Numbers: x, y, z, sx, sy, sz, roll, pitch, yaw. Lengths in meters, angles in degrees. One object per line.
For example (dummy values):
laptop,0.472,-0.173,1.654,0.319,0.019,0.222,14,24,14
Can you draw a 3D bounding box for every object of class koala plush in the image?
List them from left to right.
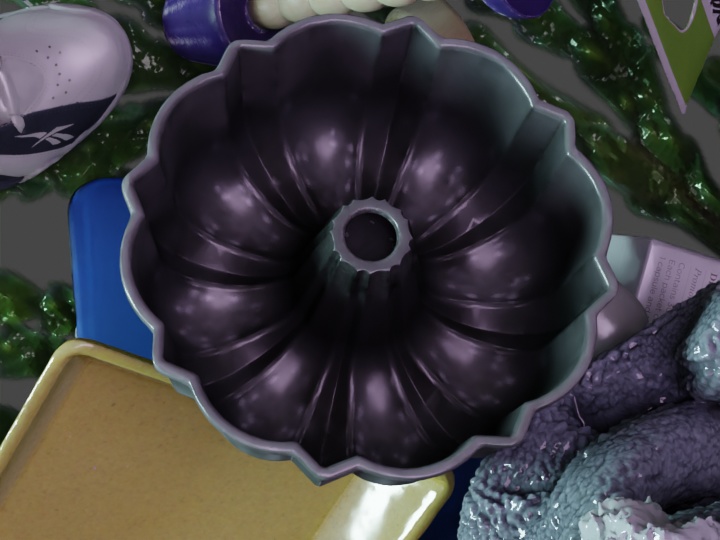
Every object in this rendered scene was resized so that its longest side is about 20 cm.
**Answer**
koala plush,0.129,0.129,0.754,0.183,0.200,0.178,-25,106,4

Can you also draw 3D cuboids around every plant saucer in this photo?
plant saucer,-0.090,0.123,0.893,0.199,0.049,0.200,21,117,-26

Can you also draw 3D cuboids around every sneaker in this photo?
sneaker,-0.188,-0.066,0.863,0.198,0.130,0.080,-16,97,-12

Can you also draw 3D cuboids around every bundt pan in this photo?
bundt pan,0.000,0.000,0.809,0.201,0.076,0.203,3,68,-6

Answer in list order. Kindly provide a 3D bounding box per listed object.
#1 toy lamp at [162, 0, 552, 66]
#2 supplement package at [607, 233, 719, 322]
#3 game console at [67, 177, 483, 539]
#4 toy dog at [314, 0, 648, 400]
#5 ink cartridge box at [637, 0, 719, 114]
toy lamp,-0.009,-0.124,0.879,0.058,0.199,0.059,8,79,-48
supplement package,0.198,0.061,0.973,0.199,0.110,0.114,16,89,-14
game console,-0.042,0.055,0.962,0.199,0.119,0.171,-1,124,-13
toy dog,0.045,-0.026,0.917,0.131,0.096,0.201,-18,74,-9
ink cartridge box,0.138,-0.198,0.900,0.075,0.148,0.201,17,73,26
